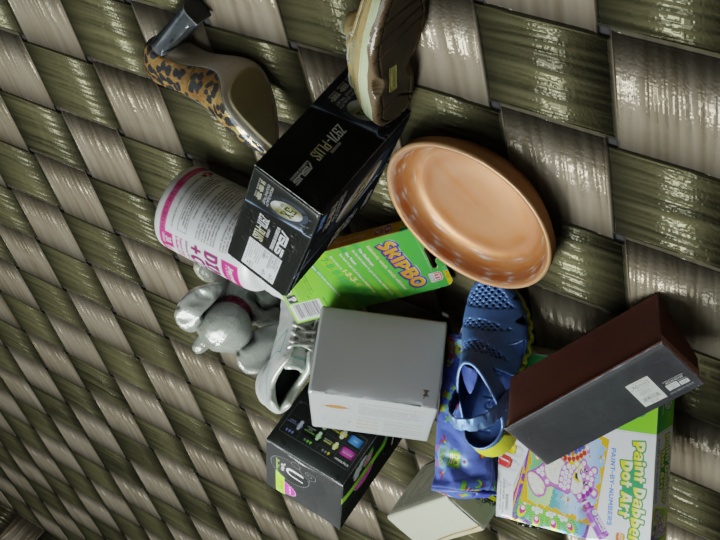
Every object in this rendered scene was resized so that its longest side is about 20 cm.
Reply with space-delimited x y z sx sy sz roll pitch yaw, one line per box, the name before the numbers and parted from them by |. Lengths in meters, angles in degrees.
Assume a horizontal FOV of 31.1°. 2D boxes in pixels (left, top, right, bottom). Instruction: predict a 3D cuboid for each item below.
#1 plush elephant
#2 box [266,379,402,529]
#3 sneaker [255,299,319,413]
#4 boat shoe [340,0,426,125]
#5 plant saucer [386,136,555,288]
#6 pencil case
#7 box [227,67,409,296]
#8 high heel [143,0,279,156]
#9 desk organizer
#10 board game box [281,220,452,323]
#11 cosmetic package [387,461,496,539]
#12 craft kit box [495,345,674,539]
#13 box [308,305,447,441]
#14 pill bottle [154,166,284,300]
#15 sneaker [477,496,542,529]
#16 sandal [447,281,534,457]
plush elephant | -0.170 0.058 1.740 0.165 0.155 0.200 44 152 -9
box | -0.023 0.213 1.735 0.124 0.200 0.149 28 151 15
sneaker | -0.077 0.092 1.660 0.070 0.201 0.080 16 -174 -14
boat shoe | 0.010 -0.222 1.229 0.076 0.072 0.200 46 154 22
plant saucer | 0.119 -0.065 1.348 0.200 0.037 0.200 30 150 19
pencil case | 0.132 0.167 1.507 0.078 0.200 0.087 7 177 -33
box | -0.048 -0.089 1.379 0.086 0.164 0.200 37 151 5
high heel | -0.168 -0.192 1.461 0.200 0.071 0.143 58 144 0
desk organizer | 0.247 0.113 1.331 0.200 0.077 0.072 -34 118 31
board game box | 0.000 0.000 1.505 0.200 0.030 0.096 -13 129 18
cosmetic package | 0.127 0.316 1.811 0.073 0.104 0.200 41 153 -4
craft kit box | 0.245 0.193 1.428 0.197 0.048 0.200 6 99 36
box | 0.020 0.129 1.569 0.152 0.107 0.200 8 162 1
pill bottle | -0.148 -0.043 1.614 0.200 0.113 0.113 26 149 24
sneaker | 0.214 0.277 1.688 0.200 0.085 0.078 35 148 -23
sandal | 0.138 0.103 1.419 0.079 0.200 0.087 -2 171 33
